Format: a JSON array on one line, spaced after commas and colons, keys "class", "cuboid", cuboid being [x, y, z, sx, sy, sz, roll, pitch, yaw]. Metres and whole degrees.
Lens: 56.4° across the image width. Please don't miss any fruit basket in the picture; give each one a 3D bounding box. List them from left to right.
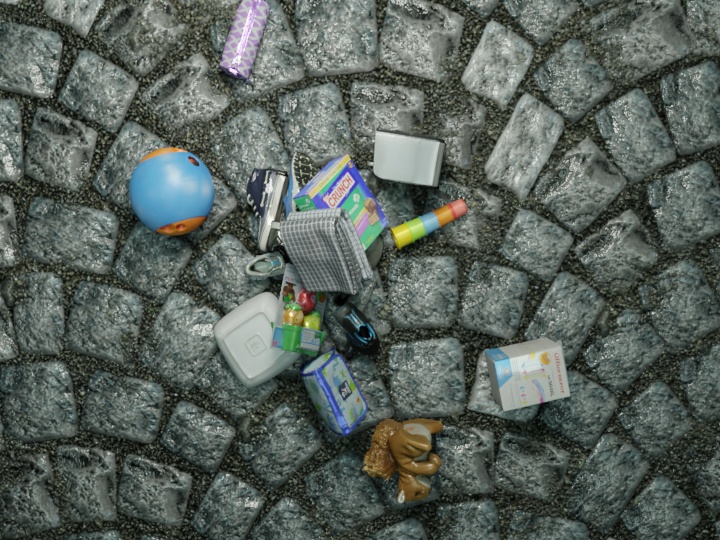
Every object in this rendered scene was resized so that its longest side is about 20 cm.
[{"class": "fruit basket", "cuboid": [-0.137, 0.102, 1.633, 0.092, 0.184, 0.206, 12, 85, 35]}]

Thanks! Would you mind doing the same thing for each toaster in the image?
[{"class": "toaster", "cuboid": [0.116, -0.270, 1.618, 0.194, 0.181, 0.122, 8, 97, -1]}]

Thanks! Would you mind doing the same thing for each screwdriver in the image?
[{"class": "screwdriver", "cuboid": [0.001, 0.125, 1.722, 0.027, 0.029, 0.205, 20, 90, -2]}]

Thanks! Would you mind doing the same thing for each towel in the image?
[{"class": "towel", "cuboid": [-0.081, -0.037, 1.527, 0.162, 0.086, 0.204, -4, 122, 32]}]

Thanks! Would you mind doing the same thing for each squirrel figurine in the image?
[{"class": "squirrel figurine", "cuboid": [0.108, 0.486, 1.712, 0.194, 0.142, 0.192, 7, 105, 12]}]

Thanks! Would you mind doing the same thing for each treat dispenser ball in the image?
[{"class": "treat dispenser ball", "cuboid": [-0.447, -0.187, 1.598, 0.194, 0.201, 0.207, 0, 94, -1]}]

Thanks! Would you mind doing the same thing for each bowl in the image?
[{"class": "bowl", "cuboid": [-0.258, 0.180, 1.695, 0.197, 0.075, 0.203, -32, 95, 0]}]

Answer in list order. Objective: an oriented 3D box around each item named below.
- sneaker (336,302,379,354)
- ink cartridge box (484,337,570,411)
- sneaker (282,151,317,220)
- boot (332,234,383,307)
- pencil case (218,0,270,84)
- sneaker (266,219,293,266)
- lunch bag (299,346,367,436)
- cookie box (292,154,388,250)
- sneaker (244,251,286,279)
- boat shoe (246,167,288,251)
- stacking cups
[{"class": "sneaker", "cuboid": [0.005, 0.163, 1.649, 0.073, 0.201, 0.082, -44, 51, -6]}, {"class": "ink cartridge box", "cuboid": [0.428, 0.255, 1.687, 0.194, 0.125, 0.132, -13, 94, 0]}, {"class": "sneaker", "cuboid": [-0.160, -0.197, 1.657, 0.077, 0.088, 0.206, 18, 66, -37]}, {"class": "boot", "cuboid": [0.000, 0.000, 1.657, 0.067, 0.131, 0.203, 31, 93, -4]}, {"class": "pencil case", "cuboid": [-0.282, -0.566, 1.632, 0.082, 0.086, 0.205, 17, 93, -4]}, {"class": "sneaker", "cuboid": [-0.143, -0.040, 1.633, 0.196, 0.066, 0.092, 26, 73, -13]}, {"class": "lunch bag", "cuboid": [-0.068, 0.297, 1.643, 0.125, 0.200, 0.173, -28, 94, 1]}, {"class": "cookie box", "cuboid": [-0.044, -0.142, 1.609, 0.172, 0.074, 0.202, -49, 114, -35]}, {"class": "sneaker", "cuboid": [-0.197, -0.019, 1.674, 0.195, 0.087, 0.077, -18, 92, -2]}, {"class": "boat shoe", "cuboid": [-0.246, -0.158, 1.677, 0.090, 0.075, 0.206, 15, 87, 5]}, {"class": "stacking cups", "cuboid": [0.173, -0.123, 1.694, 0.196, 0.060, 0.062, -27, 95, -4]}]
